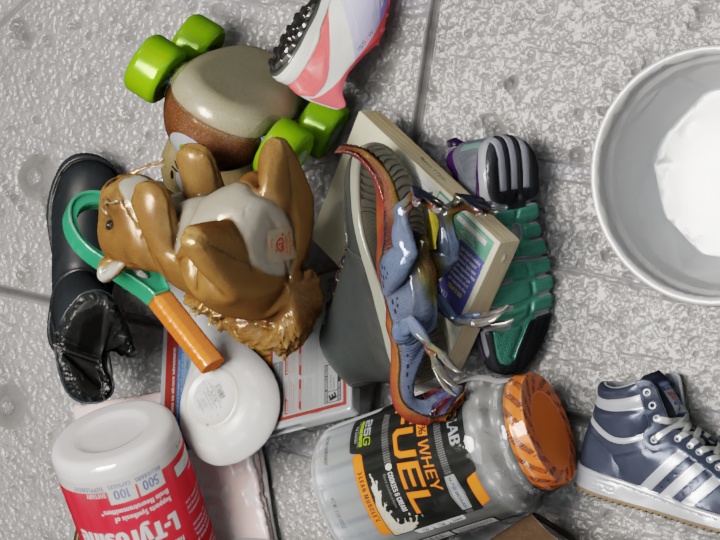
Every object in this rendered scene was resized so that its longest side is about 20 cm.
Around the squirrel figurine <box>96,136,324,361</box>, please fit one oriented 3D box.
[{"bbox_3d":[-0.130,-0.009,1.645,0.186,0.142,0.200,0,136,38],"label":"squirrel figurine"}]

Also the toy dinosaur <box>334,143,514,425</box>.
[{"bbox_3d":[0.048,0.024,1.566,0.200,0.105,0.182,38,117,37],"label":"toy dinosaur"}]

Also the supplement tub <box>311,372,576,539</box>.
[{"bbox_3d":[0.070,0.160,1.646,0.200,0.122,0.123,-22,82,25],"label":"supplement tub"}]

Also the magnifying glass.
[{"bbox_3d":[-0.186,0.008,1.714,0.200,0.080,0.022,52,130,17],"label":"magnifying glass"}]

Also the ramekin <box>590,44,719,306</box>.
[{"bbox_3d":[0.290,-0.073,1.540,0.200,0.105,0.201,1,92,27],"label":"ramekin"}]

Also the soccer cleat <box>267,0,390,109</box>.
[{"bbox_3d":[-0.002,-0.233,1.695,0.073,0.068,0.200,34,80,-21],"label":"soccer cleat"}]

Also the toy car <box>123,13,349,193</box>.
[{"bbox_3d":[-0.134,-0.092,1.734,0.164,0.158,0.200,33,119,9],"label":"toy car"}]

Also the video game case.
[{"bbox_3d":[-0.090,0.082,1.747,0.200,0.017,0.143,-16,58,25],"label":"video game case"}]

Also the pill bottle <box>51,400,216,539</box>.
[{"bbox_3d":[-0.187,0.223,1.717,0.112,0.112,0.200,-3,118,26],"label":"pill bottle"}]

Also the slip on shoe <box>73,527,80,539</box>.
[{"bbox_3d":[-0.233,0.282,1.803,0.060,0.076,0.201,11,90,-15],"label":"slip on shoe"}]

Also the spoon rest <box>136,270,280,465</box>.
[{"bbox_3d":[-0.133,0.078,1.738,0.099,0.061,0.200,-32,65,16],"label":"spoon rest"}]

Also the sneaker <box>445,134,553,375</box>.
[{"bbox_3d":[0.109,-0.015,1.665,0.087,0.074,0.201,8,100,55],"label":"sneaker"}]

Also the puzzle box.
[{"bbox_3d":[0.042,-0.026,1.660,0.200,0.025,0.133,46,126,35],"label":"puzzle box"}]

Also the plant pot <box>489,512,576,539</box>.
[{"bbox_3d":[0.116,0.303,1.612,0.187,0.187,0.200,37,93,20],"label":"plant pot"}]

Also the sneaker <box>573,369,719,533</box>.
[{"bbox_3d":[0.269,0.144,1.576,0.200,0.070,0.109,12,99,28],"label":"sneaker"}]

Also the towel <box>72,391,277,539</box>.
[{"bbox_3d":[-0.168,0.208,1.815,0.191,0.032,0.201,-11,87,25],"label":"towel"}]

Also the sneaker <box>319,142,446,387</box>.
[{"bbox_3d":[0.000,0.000,1.634,0.106,0.075,0.201,-13,85,49],"label":"sneaker"}]

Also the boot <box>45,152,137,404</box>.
[{"bbox_3d":[-0.239,0.005,1.768,0.076,0.168,0.201,5,101,-16],"label":"boot"}]

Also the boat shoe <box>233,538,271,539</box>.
[{"bbox_3d":[-0.040,0.279,1.693,0.200,0.072,0.068,5,101,38],"label":"boat shoe"}]
